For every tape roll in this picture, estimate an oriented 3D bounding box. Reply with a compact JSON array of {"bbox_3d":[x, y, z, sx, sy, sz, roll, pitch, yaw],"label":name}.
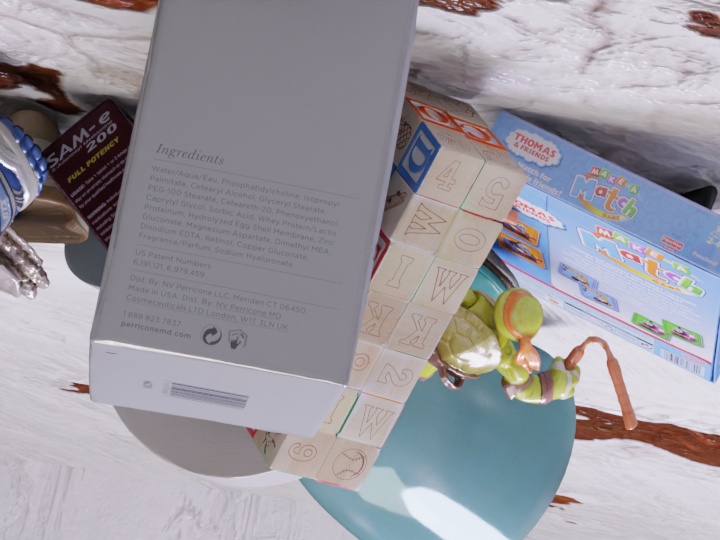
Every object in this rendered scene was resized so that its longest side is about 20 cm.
[{"bbox_3d":[-0.066,0.034,1.675,0.202,0.203,0.037,6,168,24],"label":"tape roll"}]

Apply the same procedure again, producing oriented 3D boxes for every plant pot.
[{"bbox_3d":[0.032,0.107,2.002,0.200,0.201,0.161,-1,151,47],"label":"plant pot"}]

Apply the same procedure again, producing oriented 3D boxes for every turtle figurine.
[{"bbox_3d":[0.055,0.041,1.541,0.161,0.064,0.200,-13,131,46],"label":"turtle figurine"}]

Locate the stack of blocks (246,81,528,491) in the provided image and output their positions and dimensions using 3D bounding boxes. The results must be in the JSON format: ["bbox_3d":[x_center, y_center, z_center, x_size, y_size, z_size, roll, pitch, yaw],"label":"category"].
[{"bbox_3d":[0.000,0.000,1.441,0.058,0.200,0.115,17,-158,-31],"label":"stack of blocks"}]

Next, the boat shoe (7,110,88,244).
[{"bbox_3d":[-0.210,-0.056,1.729,0.072,0.065,0.200,0,171,-6],"label":"boat shoe"}]

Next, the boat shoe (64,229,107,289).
[{"bbox_3d":[-0.095,-0.011,1.788,0.200,0.071,0.091,-4,163,32],"label":"boat shoe"}]

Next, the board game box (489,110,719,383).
[{"bbox_3d":[0.142,-0.009,1.521,0.151,0.037,0.200,27,167,13],"label":"board game box"}]

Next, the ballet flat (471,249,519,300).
[{"bbox_3d":[0.006,-0.037,1.587,0.200,0.064,0.067,19,145,9],"label":"ballet flat"}]

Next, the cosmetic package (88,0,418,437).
[{"bbox_3d":[-0.053,-0.036,1.300,0.123,0.201,0.199,10,169,-4],"label":"cosmetic package"}]

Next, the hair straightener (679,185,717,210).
[{"bbox_3d":[0.150,-0.031,1.594,0.077,0.041,0.200,36,165,-23],"label":"hair straightener"}]

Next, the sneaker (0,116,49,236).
[{"bbox_3d":[-0.255,-0.078,1.522,0.077,0.085,0.200,1,146,42],"label":"sneaker"}]

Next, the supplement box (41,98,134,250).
[{"bbox_3d":[-0.099,0.000,1.609,0.200,0.061,0.109,50,-177,20],"label":"supplement box"}]

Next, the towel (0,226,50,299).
[{"bbox_3d":[-0.282,-0.056,1.654,0.132,0.035,0.200,20,158,47],"label":"towel"}]
